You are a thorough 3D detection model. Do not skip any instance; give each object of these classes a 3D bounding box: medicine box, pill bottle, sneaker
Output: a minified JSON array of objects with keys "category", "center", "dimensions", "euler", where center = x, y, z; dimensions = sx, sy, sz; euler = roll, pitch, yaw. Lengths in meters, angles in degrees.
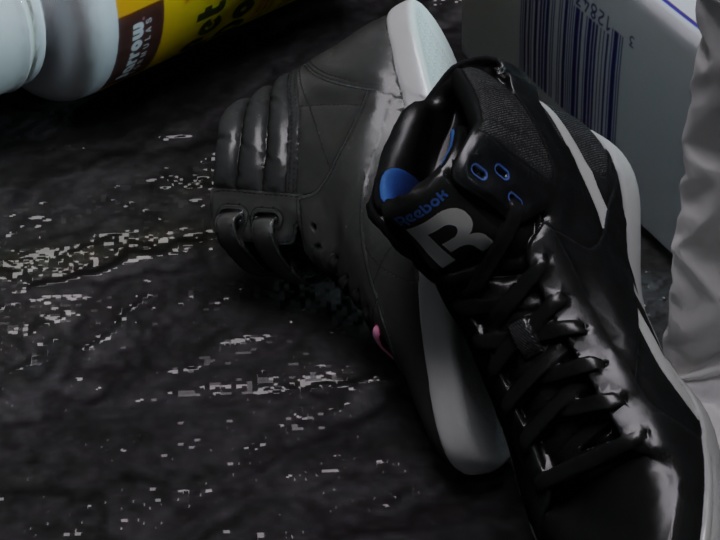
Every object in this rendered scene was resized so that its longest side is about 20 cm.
[{"category":"medicine box","center":[0.171,-0.114,1.064],"dimensions":[0.199,0.103,0.182],"euler":[-18,40,-23]},{"category":"pill bottle","center":[-0.100,-0.142,1.098],"dimensions":[0.200,0.110,0.109],"euler":[-29,45,-32]},{"category":"sneaker","center":[0.000,0.000,0.954],"dimensions":[0.099,0.071,0.201],"euler":[-23,54,18]},{"category":"sneaker","center":[0.050,0.019,0.848],"dimensions":[0.073,0.112,0.201],"euler":[-33,48,26]}]

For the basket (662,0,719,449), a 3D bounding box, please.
[{"category":"basket","center":[0.207,0.011,0.817],"dimensions":[0.160,0.201,0.198],"euler":[-9,37,-15]}]
